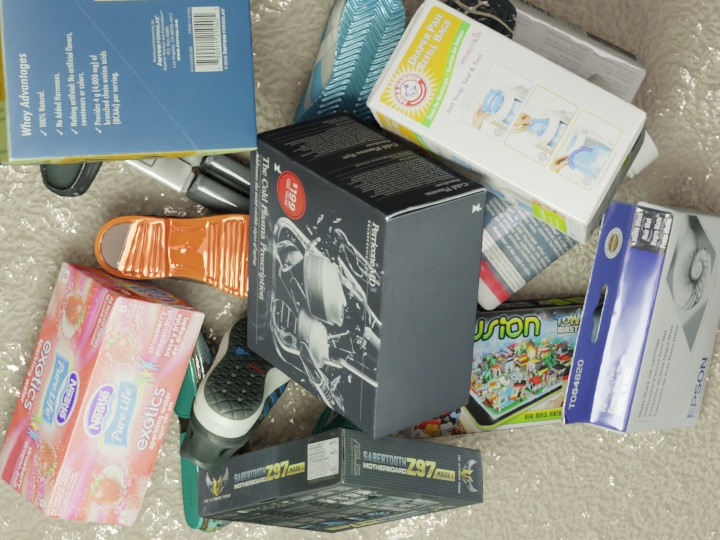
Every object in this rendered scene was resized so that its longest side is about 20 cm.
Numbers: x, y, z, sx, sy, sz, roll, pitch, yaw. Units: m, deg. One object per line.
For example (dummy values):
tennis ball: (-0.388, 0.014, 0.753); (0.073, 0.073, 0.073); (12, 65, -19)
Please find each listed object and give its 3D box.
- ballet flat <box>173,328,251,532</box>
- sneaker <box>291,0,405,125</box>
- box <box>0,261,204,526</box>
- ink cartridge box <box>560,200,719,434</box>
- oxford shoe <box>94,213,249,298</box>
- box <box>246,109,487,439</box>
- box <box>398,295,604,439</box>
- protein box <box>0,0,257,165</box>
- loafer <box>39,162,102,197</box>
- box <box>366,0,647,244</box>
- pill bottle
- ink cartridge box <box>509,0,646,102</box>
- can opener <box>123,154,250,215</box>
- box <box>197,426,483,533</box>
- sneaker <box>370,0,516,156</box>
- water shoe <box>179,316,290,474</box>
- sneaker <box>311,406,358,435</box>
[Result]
ballet flat: (-0.132, 0.130, 1.708); (0.074, 0.074, 0.201); (-5, 100, -5)
sneaker: (-0.010, -0.163, 1.673); (0.076, 0.081, 0.201); (20, 114, -10)
box: (-0.225, 0.107, 1.650); (0.094, 0.102, 0.201); (13, 100, -41)
ink cartridge box: (0.257, 0.042, 1.676); (0.040, 0.200, 0.201); (16, 98, 35)
oxford shoe: (-0.129, -0.019, 1.676); (0.199, 0.073, 0.072); (9, 95, -3)
box: (0.000, 0.000, 1.555); (0.104, 0.182, 0.201); (-18, 123, -35)
box: (0.123, 0.084, 1.695); (0.199, 0.035, 0.111); (-4, 102, -29)
protein box: (-0.200, -0.188, 1.545); (0.199, 0.135, 0.200); (-4, 93, -18)
loafer: (-0.248, -0.163, 1.642); (0.068, 0.070, 0.202); (10, 96, 15)
box: (0.118, -0.119, 1.536); (0.199, 0.112, 0.102); (30, 87, 9)
pill bottle: (0.151, -0.071, 1.644); (0.200, 0.120, 0.120); (-38, 99, 4)
ink cartridge box: (0.138, -0.132, 1.715); (0.160, 0.047, 0.201); (24, 111, -9)
can opener: (-0.127, -0.082, 1.673); (0.199, 0.066, 0.053); (31, 69, -13)
box: (-0.019, 0.181, 1.628); (0.157, 0.200, 0.051); (14, 68, -38)
sneaker: (0.067, -0.149, 1.650); (0.077, 0.086, 0.200); (35, 89, 17)
water shoe: (-0.107, 0.103, 1.647); (0.071, 0.200, 0.079); (32, 115, 4)
sneaker: (0.017, 0.077, 1.695); (0.200, 0.077, 0.080); (-54, 130, -6)
